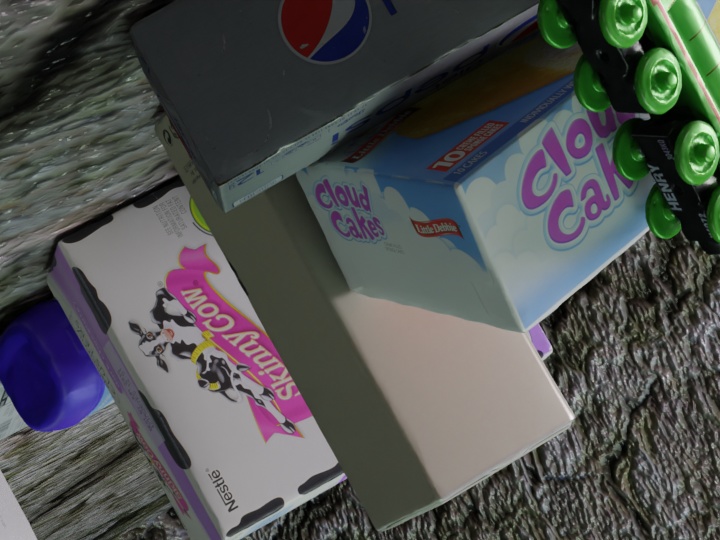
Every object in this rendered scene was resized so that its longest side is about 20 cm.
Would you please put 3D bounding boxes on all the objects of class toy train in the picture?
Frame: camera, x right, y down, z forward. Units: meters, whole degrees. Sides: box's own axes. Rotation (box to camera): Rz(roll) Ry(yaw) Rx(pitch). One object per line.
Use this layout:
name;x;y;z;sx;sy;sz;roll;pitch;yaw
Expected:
toy train;0.092;-0.090;0.709;0.042;0.201;0.056;7;-131;48

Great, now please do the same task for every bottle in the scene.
bottle;-0.107;0.023;1.170;0.199;0.066;0.083;-26;171;-36

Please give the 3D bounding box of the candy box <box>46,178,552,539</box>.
candy box;-0.032;0.022;1.049;0.199;0.169;0.072;-28;173;-20

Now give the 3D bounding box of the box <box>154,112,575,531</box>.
box;0.000;0.000;0.869;0.082;0.201;0.068;-25;175;-29

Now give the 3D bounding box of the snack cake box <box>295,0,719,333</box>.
snack cake box;0.085;-0.065;0.805;0.200;0.068;0.115;-39;-153;-24

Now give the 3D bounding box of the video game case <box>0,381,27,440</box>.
video game case;-0.168;0.049;1.304;0.181;0.023;0.200;-28;172;-21

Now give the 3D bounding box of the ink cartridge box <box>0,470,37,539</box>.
ink cartridge box;-0.355;0.225;1.518;0.146;0.084;0.199;-34;173;36

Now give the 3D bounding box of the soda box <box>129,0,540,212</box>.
soda box;0.018;-0.102;0.760;0.199;0.069;0.063;-31;175;-5
